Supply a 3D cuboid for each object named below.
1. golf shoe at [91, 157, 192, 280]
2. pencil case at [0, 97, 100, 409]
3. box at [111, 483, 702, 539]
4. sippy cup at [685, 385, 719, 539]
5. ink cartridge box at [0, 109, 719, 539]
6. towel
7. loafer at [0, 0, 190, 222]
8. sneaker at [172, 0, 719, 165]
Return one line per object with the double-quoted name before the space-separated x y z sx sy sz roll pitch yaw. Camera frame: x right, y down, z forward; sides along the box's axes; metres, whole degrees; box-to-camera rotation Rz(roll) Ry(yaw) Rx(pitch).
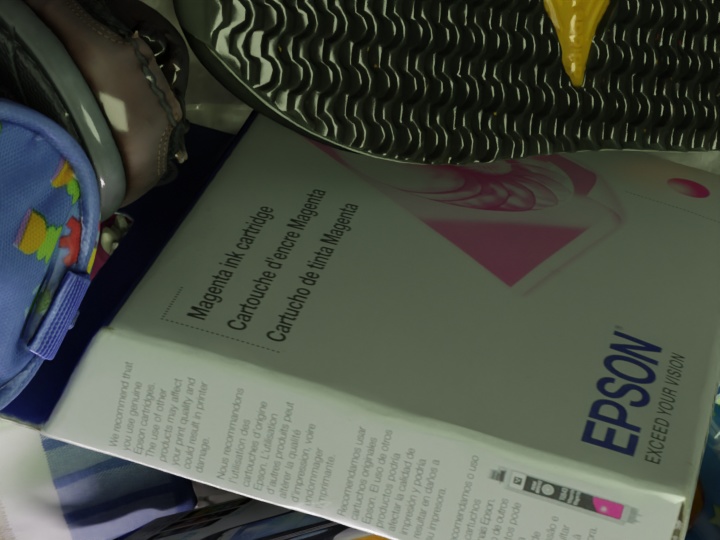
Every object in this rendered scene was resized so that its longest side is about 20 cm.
"golf shoe" -0.123 0.016 0.781 0.199 0.075 0.092 -8 127 -7
"pencil case" -0.135 -0.031 0.639 0.087 0.200 0.078 22 97 -38
"box" -0.009 0.086 0.747 0.199 0.119 0.042 -17 93 20
"sippy cup" 0.122 0.056 0.832 0.130 0.139 0.178 48 51 -17
"ink cartridge box" 0.000 0.000 0.692 0.199 0.196 0.043 17 117 5
"towel" -0.148 0.076 0.770 0.199 0.024 0.147 -18 161 -7
"loafer" -0.076 -0.058 0.687 0.063 0.200 0.072 -28 103 -14
"sneaker" 0.026 -0.067 0.730 0.199 0.090 0.070 2 97 -31
